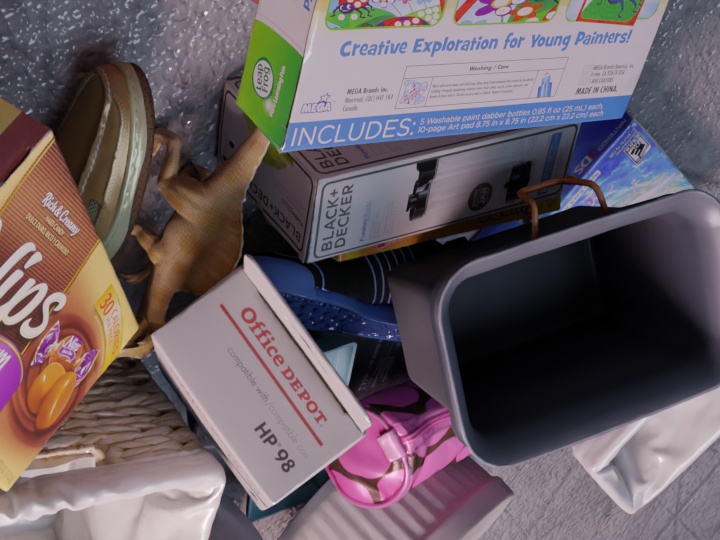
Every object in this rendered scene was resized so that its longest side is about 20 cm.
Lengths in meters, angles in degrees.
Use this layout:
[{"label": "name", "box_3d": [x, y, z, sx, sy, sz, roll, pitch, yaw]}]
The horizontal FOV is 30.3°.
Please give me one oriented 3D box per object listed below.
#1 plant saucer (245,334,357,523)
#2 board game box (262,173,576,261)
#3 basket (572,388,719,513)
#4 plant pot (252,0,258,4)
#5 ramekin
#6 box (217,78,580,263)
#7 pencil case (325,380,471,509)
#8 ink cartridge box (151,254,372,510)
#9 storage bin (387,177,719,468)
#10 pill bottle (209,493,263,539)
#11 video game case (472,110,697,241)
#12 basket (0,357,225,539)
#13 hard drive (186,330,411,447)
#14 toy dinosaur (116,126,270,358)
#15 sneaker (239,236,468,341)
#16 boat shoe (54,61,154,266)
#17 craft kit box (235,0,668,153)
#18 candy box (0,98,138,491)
[{"label": "plant saucer", "box_3d": [-0.048, 0.116, 0.960, 0.069, 0.019, 0.201, -17, 146, -22]}, {"label": "board game box", "box_3d": [0.042, -0.048, 0.890, 0.199, 0.095, 0.030, -16, 115, -30]}, {"label": "basket", "box_3d": [0.257, 0.093, 1.183, 0.200, 0.123, 0.136, -44, 141, 1]}, {"label": "plant pot", "box_3d": [-0.027, -0.208, 0.603, 0.200, 0.195, 0.202, -22, 137, -22]}, {"label": "ramekin", "box_3d": [0.018, 0.213, 1.061, 0.200, 0.105, 0.200, -42, 165, -14]}, {"label": "box", "box_3d": [0.024, -0.081, 0.829, 0.199, 0.117, 0.060, -15, 134, -29]}, {"label": "pencil case", "box_3d": [0.067, 0.106, 0.976, 0.199, 0.093, 0.092, -21, 96, -40]}, {"label": "ink cartridge box", "box_3d": [-0.061, 0.071, 0.765, 0.067, 0.116, 0.200, -36, 174, -12]}, {"label": "storage bin", "box_3d": [0.113, 0.015, 0.828, 0.199, 0.134, 0.147, -18, 105, -19]}, {"label": "pill bottle", "box_3d": [-0.167, 0.256, 0.971, 0.200, 0.120, 0.119, -43, 142, 11]}, {"label": "video game case", "box_3d": [0.178, -0.019, 1.074, 0.200, 0.045, 0.181, -49, 142, 8]}, {"label": "basket", "box_3d": [-0.216, 0.157, 0.808, 0.197, 0.161, 0.201, -5, 129, -37]}, {"label": "hard drive", "box_3d": [-0.029, 0.061, 0.973, 0.199, 0.042, 0.136, -4, 128, -37]}, {"label": "toy dinosaur", "box_3d": [-0.094, -0.037, 0.779, 0.058, 0.101, 0.201, 17, 114, -47]}, {"label": "sneaker", "box_3d": [0.000, 0.000, 0.894, 0.199, 0.079, 0.070, 13, 161, -40]}, {"label": "boat shoe", "box_3d": [-0.175, -0.029, 0.750, 0.076, 0.072, 0.201, 6, 122, -29]}, {"label": "craft kit box", "box_3d": [0.060, -0.150, 0.541, 0.199, 0.049, 0.199, -9, 133, -35]}, {"label": "candy box", "box_3d": [-0.177, 0.015, 0.633, 0.117, 0.056, 0.200, -53, 163, -22]}]
